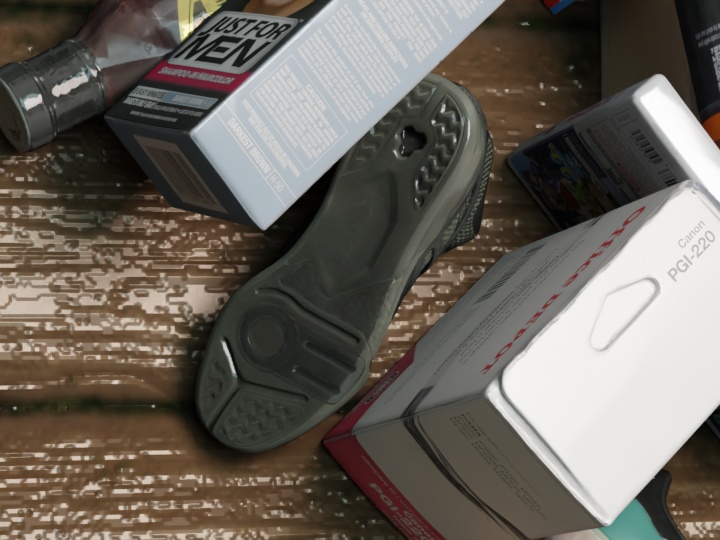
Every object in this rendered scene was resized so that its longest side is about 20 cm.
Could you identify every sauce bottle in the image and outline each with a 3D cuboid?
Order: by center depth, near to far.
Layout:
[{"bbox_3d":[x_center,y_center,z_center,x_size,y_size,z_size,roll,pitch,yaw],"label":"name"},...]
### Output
[{"bbox_3d":[-0.080,-0.113,1.330,0.199,0.066,0.066,-29,91,-21],"label":"sauce bottle"}]

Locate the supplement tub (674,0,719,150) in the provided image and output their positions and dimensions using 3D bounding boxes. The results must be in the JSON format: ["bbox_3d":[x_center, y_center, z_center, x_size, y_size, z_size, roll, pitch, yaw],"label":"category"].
[{"bbox_3d":[0.201,-0.109,1.298,0.106,0.107,0.201,-9,83,-22],"label":"supplement tub"}]

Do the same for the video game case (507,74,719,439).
[{"bbox_3d":[0.163,0.006,1.333,0.023,0.182,0.200,-39,95,-16],"label":"video game case"}]

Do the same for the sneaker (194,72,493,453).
[{"bbox_3d":[0.000,0.000,1.333,0.076,0.114,0.200,32,97,14],"label":"sneaker"}]

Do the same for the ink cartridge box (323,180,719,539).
[{"bbox_3d":[0.088,0.048,1.287,0.085,0.200,0.146,48,68,-6],"label":"ink cartridge box"}]

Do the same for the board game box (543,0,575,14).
[{"bbox_3d":[0.101,-0.271,1.433,0.196,0.056,0.200,44,68,-8],"label":"board game box"}]

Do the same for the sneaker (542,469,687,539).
[{"bbox_3d":[0.176,0.185,1.363,0.080,0.071,0.200,-38,93,-18],"label":"sneaker"}]

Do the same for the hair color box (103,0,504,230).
[{"bbox_3d":[-0.011,-0.110,1.275,0.200,0.099,0.061,-44,115,-16],"label":"hair color box"}]

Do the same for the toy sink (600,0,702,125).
[{"bbox_3d":[0.231,-0.088,1.416,0.199,0.112,0.131,5,78,-20],"label":"toy sink"}]
